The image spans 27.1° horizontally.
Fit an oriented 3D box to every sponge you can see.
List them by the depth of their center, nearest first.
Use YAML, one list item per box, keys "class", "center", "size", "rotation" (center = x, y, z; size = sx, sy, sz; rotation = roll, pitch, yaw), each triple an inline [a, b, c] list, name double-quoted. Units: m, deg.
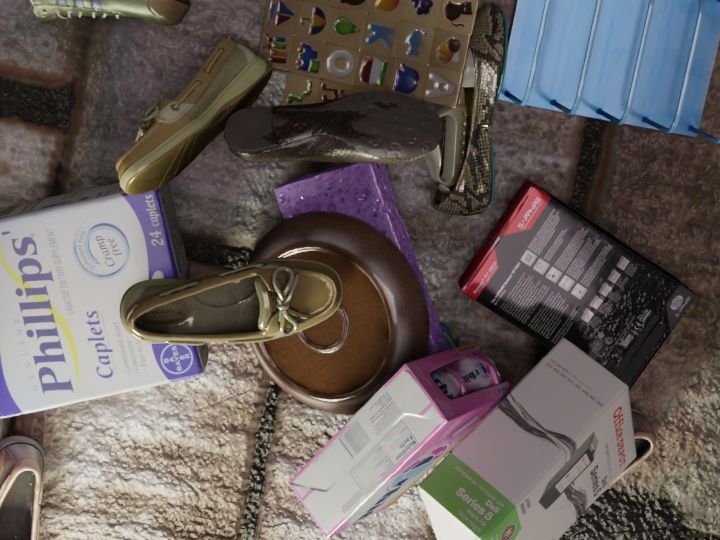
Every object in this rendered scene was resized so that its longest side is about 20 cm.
- class: "sponge"
  center: [0.000, 0.000, 1.411]
  size: [0.111, 0.030, 0.201]
  rotation: [-15, 99, 28]

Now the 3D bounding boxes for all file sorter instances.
- class: "file sorter"
  center: [0.242, -0.202, 1.367]
  size: [0.199, 0.123, 0.140]
  rotation: [10, 101, -5]

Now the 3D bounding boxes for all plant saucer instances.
- class: "plant saucer"
  center: [-0.032, 0.045, 1.406]
  size: [0.199, 0.032, 0.202]
  rotation: [7, 107, 24]

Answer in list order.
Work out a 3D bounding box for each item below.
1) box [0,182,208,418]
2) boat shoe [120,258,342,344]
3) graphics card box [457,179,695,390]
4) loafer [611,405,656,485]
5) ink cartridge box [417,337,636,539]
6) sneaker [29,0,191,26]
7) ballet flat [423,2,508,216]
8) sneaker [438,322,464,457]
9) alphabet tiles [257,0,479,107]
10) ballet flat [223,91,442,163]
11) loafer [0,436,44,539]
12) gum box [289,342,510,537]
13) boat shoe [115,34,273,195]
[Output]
- class: "box"
  center: [-0.260, 0.023, 1.395]
  size: [0.199, 0.105, 0.185]
  rotation: [-13, 102, 0]
- class: "boat shoe"
  center: [-0.110, 0.032, 1.323]
  size: [0.199, 0.063, 0.074]
  rotation: [-3, 100, -14]
- class: "graphics card box"
  center: [0.209, 0.017, 1.450]
  size: [0.199, 0.051, 0.126]
  rotation: [32, 98, -9]
- class: "loafer"
  center: [0.206, 0.207, 1.486]
  size: [0.200, 0.063, 0.072]
  rotation: [-36, 103, 5]
- class: "ink cartridge box"
  center: [0.159, 0.183, 1.380]
  size: [0.200, 0.146, 0.084]
  rotation: [-43, 58, -15]
- class: "sneaker"
  center: [-0.260, -0.259, 1.356]
  size: [0.200, 0.067, 0.090]
  rotation: [31, 107, -9]
- class: "ballet flat"
  center: [0.094, -0.148, 1.393]
  size: [0.075, 0.068, 0.201]
  rotation: [-3, 106, -27]
- class: "sneaker"
  center: [0.087, 0.147, 1.471]
  size: [0.082, 0.071, 0.201]
  rotation: [-19, 105, 20]
- class: "alphabet tiles"
  center: [0.004, -0.219, 1.371]
  size: [0.199, 0.006, 0.167]
  rotation: [14, 102, 15]
- class: "ballet flat"
  center: [-0.025, -0.123, 1.359]
  size: [0.199, 0.046, 0.068]
  rotation: [-3, 72, 1]
- class: "loafer"
  center: [-0.345, 0.264, 1.451]
  size: [0.071, 0.063, 0.201]
  rotation: [7, 102, -23]
- class: "gum box"
  center: [0.039, 0.152, 1.376]
  size: [0.066, 0.113, 0.200]
  rotation: [53, 123, 16]
- class: "boat shoe"
  center: [-0.158, -0.141, 1.339]
  size: [0.063, 0.073, 0.201]
  rotation: [41, 56, 3]
